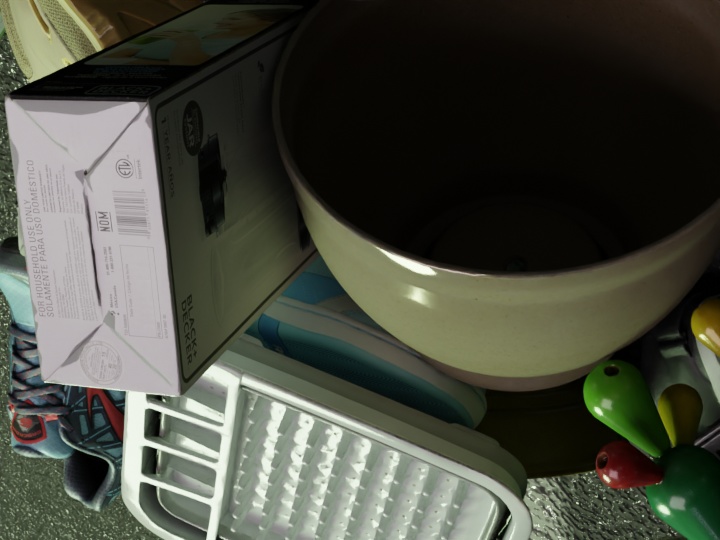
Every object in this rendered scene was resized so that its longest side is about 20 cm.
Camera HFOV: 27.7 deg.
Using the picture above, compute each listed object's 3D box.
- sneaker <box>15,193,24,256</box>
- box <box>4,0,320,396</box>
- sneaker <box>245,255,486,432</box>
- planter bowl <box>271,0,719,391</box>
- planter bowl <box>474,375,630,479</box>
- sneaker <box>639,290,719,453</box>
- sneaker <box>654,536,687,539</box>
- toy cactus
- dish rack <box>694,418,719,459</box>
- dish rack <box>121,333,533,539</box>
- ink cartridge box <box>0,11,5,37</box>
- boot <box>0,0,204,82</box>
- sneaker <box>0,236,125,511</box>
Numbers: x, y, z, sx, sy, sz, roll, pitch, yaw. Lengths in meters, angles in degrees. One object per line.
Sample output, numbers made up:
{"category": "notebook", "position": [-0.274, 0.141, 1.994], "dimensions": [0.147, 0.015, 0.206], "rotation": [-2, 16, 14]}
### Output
{"category": "sneaker", "position": [-0.110, -0.004, 0.853], "dimensions": [0.199, 0.089, 0.074], "rotation": [22, 150, -22]}
{"category": "box", "position": [-0.066, -0.041, 0.613], "dimensions": [0.060, 0.200, 0.118], "rotation": [3, 112, 18]}
{"category": "sneaker", "position": [0.000, 0.000, 0.744], "dimensions": [0.199, 0.131, 0.080], "rotation": [21, 152, 31]}
{"category": "planter bowl", "position": [0.067, -0.032, 0.635], "dimensions": [0.199, 0.201, 0.135], "rotation": [24, 146, 24]}
{"category": "planter bowl", "position": [0.053, 0.051, 0.813], "dimensions": [0.199, 0.199, 0.084], "rotation": [8, 98, 40]}
{"category": "sneaker", "position": [0.211, 0.092, 0.759], "dimensions": [0.111, 0.073, 0.201], "rotation": [1, 122, 49]}
{"category": "sneaker", "position": [0.252, 0.194, 0.832], "dimensions": [0.198, 0.077, 0.081], "rotation": [19, 135, 19]}
{"category": "toy cactus", "position": [0.178, 0.106, 0.581], "dimensions": [0.198, 0.102, 0.167], "rotation": [15, 101, 3]}
{"category": "dish rack", "position": [0.252, 0.088, 0.650], "dimensions": [0.153, 0.055, 0.200], "rotation": [46, 117, -8]}
{"category": "dish rack", "position": [-0.017, 0.103, 0.711], "dimensions": [0.198, 0.044, 0.172], "rotation": [22, 140, 7]}
{"category": "ink cartridge box", "position": [-0.293, -0.175, 0.965], "dimensions": [0.104, 0.059, 0.200], "rotation": [47, 147, -9]}
{"category": "boot", "position": [-0.126, -0.105, 0.781], "dimensions": [0.201, 0.073, 0.155], "rotation": [54, 161, -6]}
{"category": "sneaker", "position": [-0.177, 0.071, 0.895], "dimensions": [0.079, 0.096, 0.201], "rotation": [12, 139, 39]}
